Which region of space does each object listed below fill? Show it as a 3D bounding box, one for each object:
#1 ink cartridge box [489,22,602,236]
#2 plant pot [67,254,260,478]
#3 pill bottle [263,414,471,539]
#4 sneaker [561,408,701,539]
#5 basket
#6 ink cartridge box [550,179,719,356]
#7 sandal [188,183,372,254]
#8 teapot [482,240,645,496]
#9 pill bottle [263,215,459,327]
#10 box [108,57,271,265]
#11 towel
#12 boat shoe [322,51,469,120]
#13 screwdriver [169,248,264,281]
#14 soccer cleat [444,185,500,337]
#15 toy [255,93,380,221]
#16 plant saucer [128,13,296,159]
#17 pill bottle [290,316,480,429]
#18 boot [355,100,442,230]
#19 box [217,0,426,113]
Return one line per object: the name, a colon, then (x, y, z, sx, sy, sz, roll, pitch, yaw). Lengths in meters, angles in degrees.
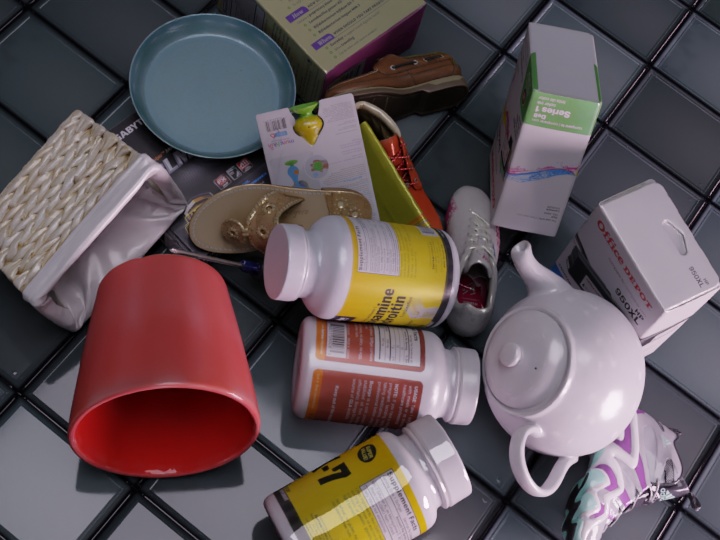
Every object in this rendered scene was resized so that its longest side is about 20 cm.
ink cartridge box: (0.214, -0.164, 1.459, 0.083, 0.201, 0.146, 9, 42, -3)
plant pot: (-0.206, 0.095, 1.296, 0.198, 0.201, 0.179, 0, 54, -10)
pill bottle: (0.009, 0.240, 1.286, 0.199, 0.114, 0.115, -28, 73, -10)
sneaker: (0.312, 0.249, 1.377, 0.139, 0.078, 0.201, 23, 64, 1)
basket: (-0.308, -0.056, 1.345, 0.123, 0.136, 0.200, 39, 82, 15)
ink cartridge box: (0.306, 0.011, 1.415, 0.084, 0.200, 0.146, -23, 71, -20)
sandal: (-0.085, -0.056, 1.375, 0.209, 0.070, 0.079, -6, 104, -11)
teapot: (0.202, 0.109, 1.343, 0.145, 0.198, 0.200, 17, 25, -46)
pill bottle: (0.000, 0.000, 1.345, 0.198, 0.112, 0.113, 6, 64, -23)
box: (-0.187, -0.126, 1.470, 0.200, 0.050, 0.199, -38, 79, -24)
towel: (0.036, -0.072, 1.443, 0.018, 0.086, 0.201, -30, 88, -44)
boat shoe: (0.036, -0.231, 1.552, 0.198, 0.072, 0.069, -10, 64, -26)
screwdriver: (-0.144, -0.011, 1.371, 0.199, 0.028, 0.029, 17, 28, -50)
soccer cleat: (0.138, -0.021, 1.461, 0.069, 0.087, 0.202, 7, 65, -8)
toy: (-0.044, -0.099, 1.439, 0.114, 0.047, 0.202, -12, 110, 1)
plant saucer: (-0.177, -0.216, 1.472, 0.198, 0.027, 0.202, 5, 65, -11)
pill bottle: (0.027, 0.117, 1.363, 0.197, 0.112, 0.113, 8, 65, -7)
boot: (0.037, -0.108, 1.472, 0.075, 0.107, 0.201, -31, 77, -24)
box: (-0.051, -0.335, 1.562, 0.175, 0.097, 0.200, -38, 78, -23)
